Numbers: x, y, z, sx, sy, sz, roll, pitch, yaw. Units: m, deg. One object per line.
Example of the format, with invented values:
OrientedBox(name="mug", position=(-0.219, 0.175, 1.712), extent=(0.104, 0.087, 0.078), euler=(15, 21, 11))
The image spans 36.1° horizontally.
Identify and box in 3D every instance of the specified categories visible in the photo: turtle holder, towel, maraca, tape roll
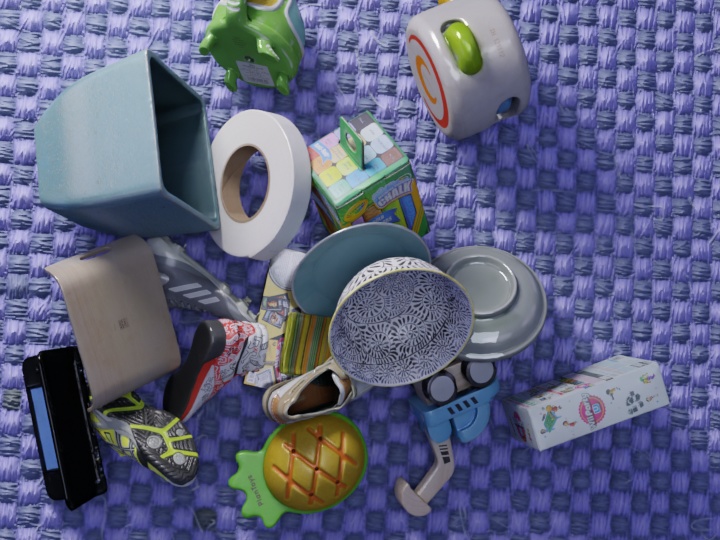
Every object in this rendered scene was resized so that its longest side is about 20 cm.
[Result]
OrientedBox(name="turtle holder", position=(-0.152, -0.344, 1.541), extent=(0.185, 0.139, 0.134), euler=(39, 61, -40))
OrientedBox(name="towel", position=(-0.018, 0.113, 1.564), extent=(0.197, 0.018, 0.088), euler=(8, 94, -27))
OrientedBox(name="maraca", position=(-0.085, 0.276, 1.539), extent=(0.197, 0.107, 0.139), euler=(-24, 91, -6))
OrientedBox(name="tape roll", position=(-0.146, -0.117, 1.522), extent=(0.037, 0.200, 0.207), euler=(6, 85, -46))

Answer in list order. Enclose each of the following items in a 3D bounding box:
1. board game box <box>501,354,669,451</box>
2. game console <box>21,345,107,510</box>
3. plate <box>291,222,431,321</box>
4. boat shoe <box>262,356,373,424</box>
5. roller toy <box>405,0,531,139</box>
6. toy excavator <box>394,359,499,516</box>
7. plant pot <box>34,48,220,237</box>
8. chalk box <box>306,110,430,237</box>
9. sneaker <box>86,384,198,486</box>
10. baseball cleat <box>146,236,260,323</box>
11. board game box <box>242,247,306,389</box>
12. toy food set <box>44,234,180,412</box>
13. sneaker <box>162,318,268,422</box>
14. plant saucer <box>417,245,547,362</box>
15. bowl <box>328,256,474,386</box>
OrientedBox(name="board game box", position=(0.316, 0.186, 1.572), extent=(0.196, 0.148, 0.065), euler=(-18, 91, -7))
OrientedBox(name="game console", position=(-0.413, 0.210, 1.460), extent=(0.174, 0.116, 0.204), euler=(-13, 87, 36))
OrientedBox(name="plate", position=(0.000, 0.000, 1.512), extent=(0.196, 0.202, 0.026), euler=(-10, 49, -7))
OrientedBox(name="boat shoe", position=(-0.034, 0.159, 1.513), extent=(0.198, 0.068, 0.076), euler=(-26, 104, -23))
OrientedBox(name="roller toy", position=(0.156, -0.293, 1.566), extent=(0.138, 0.201, 0.185), euler=(-23, 124, -7))
OrientedBox(name="toy excavator", position=(0.121, 0.228, 1.578), extent=(0.192, 0.100, 0.203), euler=(-22, 103, -13))
OrientedBox(name="plant pot", position=(-0.324, -0.150, 1.488), extent=(0.196, 0.196, 0.200), euler=(-12, 75, 13))
OrientedBox(name="chalk box", position=(0.000, -0.119, 1.512), extent=(0.123, 0.201, 0.125), euler=(-32, 51, -7))
OrientedBox(name="sneaker", position=(-0.298, 0.228, 1.516), extent=(0.199, 0.077, 0.075), euler=(38, 45, 19))
OrientedBox(name="baseball cleat", position=(-0.239, 0.039, 1.561), extent=(0.199, 0.070, 0.107), euler=(40, 89, 9))
OrientedBox(name="board game box", position=(-0.084, 0.078, 1.588), extent=(0.133, 0.035, 0.204), euler=(13, 85, -6))
OrientedBox(name="toy food set", position=(-0.332, 0.070, 1.487), extent=(0.142, 0.060, 0.204), euler=(-24, 107, -39))
OrientedBox(name="sneaker", position=(-0.197, 0.146, 1.529), extent=(0.106, 0.203, 0.068), euler=(1, 45, -35))
OrientedBox(name="plant saucer", position=(0.167, 0.033, 1.560), extent=(0.196, 0.051, 0.203), euler=(-1, 52, 2))
OrientedBox(name="bowl", position=(0.045, 0.050, 1.482), extent=(0.197, 0.095, 0.204), euler=(-8, 128, -9))
